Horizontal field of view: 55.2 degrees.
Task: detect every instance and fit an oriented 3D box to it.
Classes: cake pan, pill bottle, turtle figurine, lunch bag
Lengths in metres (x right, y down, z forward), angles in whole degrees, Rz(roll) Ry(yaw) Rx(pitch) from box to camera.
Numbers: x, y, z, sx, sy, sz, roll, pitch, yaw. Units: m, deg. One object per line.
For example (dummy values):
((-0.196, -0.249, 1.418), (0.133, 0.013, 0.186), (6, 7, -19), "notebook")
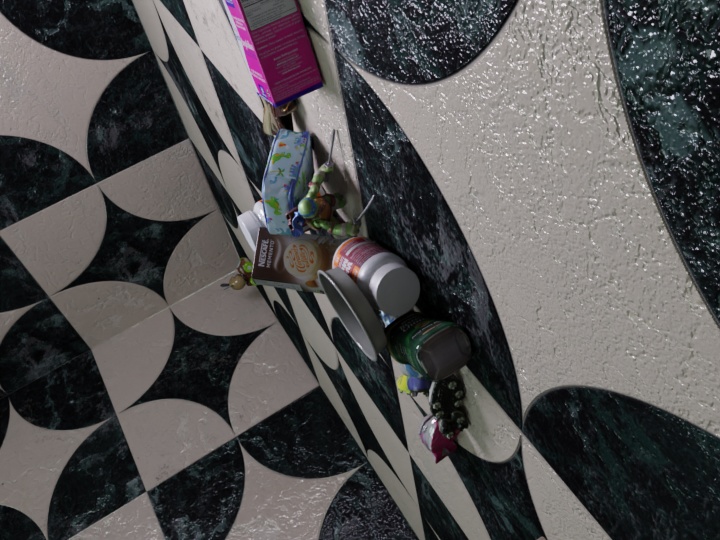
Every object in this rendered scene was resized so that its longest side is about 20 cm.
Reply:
((-0.013, 0.077, 1.292), (0.201, 0.037, 0.201), (54, 168, 17), "cake pan")
((0.029, 0.010, 1.312), (0.200, 0.109, 0.110), (36, 152, 61), "pill bottle")
((-0.176, -0.127, 1.593), (0.115, 0.199, 0.115), (55, 165, 23), "pill bottle")
((-0.038, -0.134, 1.350), (0.143, 0.201, 0.194), (35, -178, 10), "turtle figurine")
((-0.147, -0.181, 1.434), (0.162, 0.081, 0.202), (92, -175, -53), "lunch bag")

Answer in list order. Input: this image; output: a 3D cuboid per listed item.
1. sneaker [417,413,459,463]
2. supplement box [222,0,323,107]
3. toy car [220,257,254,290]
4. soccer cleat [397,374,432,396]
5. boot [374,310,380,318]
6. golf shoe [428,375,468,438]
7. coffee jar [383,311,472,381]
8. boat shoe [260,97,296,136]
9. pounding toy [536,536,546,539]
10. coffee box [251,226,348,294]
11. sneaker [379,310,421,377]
((0.169, 0.369, 1.575), (0.088, 0.081, 0.201), (51, 163, 29), "sneaker")
((-0.151, -0.400, 1.176), (0.101, 0.103, 0.202), (44, 156, 53), "supplement box")
((-0.660, 0.040, 3.696), (0.159, 0.199, 0.164), (65, 165, -20), "toy car")
((0.125, 0.241, 1.564), (0.200, 0.064, 0.085), (136, 134, -80), "soccer cleat")
((0.000, 0.000, 1.501), (0.132, 0.069, 0.202), (-124, 19, -55), "boot")
((0.164, 0.259, 1.394), (0.201, 0.076, 0.088), (76, 167, -46), "golf shoe")
((0.115, 0.132, 1.251), (0.086, 0.104, 0.200), (63, 166, -11), "coffee jar")
((-0.161, -0.350, 1.415), (0.071, 0.072, 0.201), (25, 144, 12), "boat shoe")
((0.351, 0.655, 1.324), (0.201, 0.141, 0.185), (54, 162, 36), "pounding toy")
((-0.127, -0.017, 1.484), (0.080, 0.197, 0.116), (101, 176, -79), "coffee box")
((0.095, 0.125, 1.419), (0.072, 0.072, 0.202), (-12, 102, 39), "sneaker")
